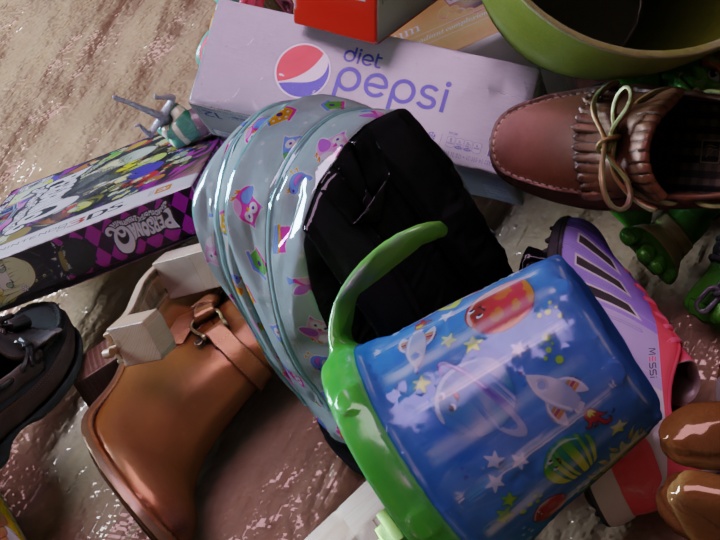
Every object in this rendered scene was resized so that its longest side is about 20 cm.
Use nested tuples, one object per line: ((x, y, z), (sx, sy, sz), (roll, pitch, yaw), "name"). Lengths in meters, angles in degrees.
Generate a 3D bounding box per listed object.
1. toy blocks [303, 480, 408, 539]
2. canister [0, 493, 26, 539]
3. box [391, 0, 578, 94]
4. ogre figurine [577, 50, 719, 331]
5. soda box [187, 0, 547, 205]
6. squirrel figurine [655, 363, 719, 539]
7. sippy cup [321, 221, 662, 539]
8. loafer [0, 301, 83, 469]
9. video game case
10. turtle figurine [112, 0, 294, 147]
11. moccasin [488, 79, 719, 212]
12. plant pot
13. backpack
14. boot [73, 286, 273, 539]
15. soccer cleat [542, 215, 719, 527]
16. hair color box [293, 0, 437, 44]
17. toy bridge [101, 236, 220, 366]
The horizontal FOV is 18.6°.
((0.000, 0.201, 1.080), (0.137, 0.100, 0.200), (-43, 38, 3), "toy blocks")
((-0.271, 0.167, 1.292), (0.148, 0.087, 0.200), (-35, 39, -7), "canister")
((0.047, -0.148, 1.412), (0.151, 0.107, 0.201), (-23, 38, 10), "box")
((0.190, -0.064, 1.239), (0.120, 0.098, 0.200), (-46, 21, 10), "ogre figurine")
((0.006, -0.097, 1.273), (0.198, 0.063, 0.069), (13, 78, 14), "soda box")
((0.235, 0.100, 1.015), (0.198, 0.142, 0.187), (4, 37, 18), "squirrel figurine")
((0.070, 0.066, 1.068), (0.130, 0.178, 0.140), (-34, 21, 9), "sippy cup")
((-0.218, 0.064, 1.277), (0.071, 0.063, 0.200), (-7, 27, 21), "loafer")
((-0.168, -0.040, 1.433), (0.180, 0.036, 0.200), (-20, 16, 12), "video game case")
((-0.089, -0.150, 1.411), (0.100, 0.151, 0.200), (12, 16, 8), "turtle figurine")
((0.158, -0.062, 1.146), (0.200, 0.078, 0.074), (11, 89, 28), "moccasin")
((0.135, -0.179, 1.197), (0.187, 0.187, 0.200), (-39, -5, -11), "plant pot")
((0.000, 0.000, 1.201), (0.126, 0.201, 0.167), (9, 53, 40), "backpack")
((-0.083, 0.072, 1.289), (0.154, 0.077, 0.200), (-30, 28, 1), "boot")
((0.143, 0.045, 1.167), (0.073, 0.068, 0.201), (-19, 43, 14), "soccer cleat")
((0.036, -0.220, 1.285), (0.061, 0.102, 0.200), (17, 35, 27), "hair color box")
((-0.096, -0.001, 1.316), (0.067, 0.027, 0.200), (-13, 22, 39), "toy bridge")
